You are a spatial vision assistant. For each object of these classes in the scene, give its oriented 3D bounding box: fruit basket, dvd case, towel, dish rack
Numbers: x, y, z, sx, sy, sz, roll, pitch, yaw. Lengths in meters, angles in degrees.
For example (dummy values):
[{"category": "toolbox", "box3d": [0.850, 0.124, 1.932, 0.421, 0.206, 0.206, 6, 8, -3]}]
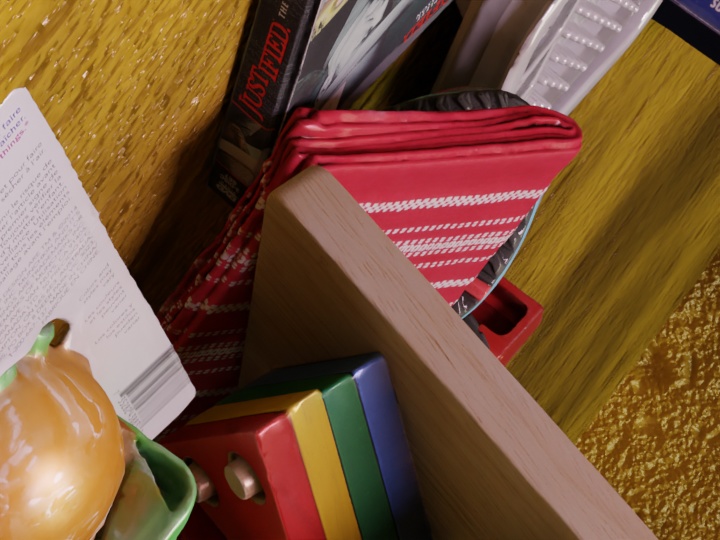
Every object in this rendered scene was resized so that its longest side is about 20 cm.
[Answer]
[{"category": "fruit basket", "box3d": [-0.121, 0.062, 0.717, 0.185, 0.094, 0.200, -52, 155, -12]}, {"category": "dvd case", "box3d": [0.018, -0.115, 0.880, 0.146, 0.022, 0.200, -48, 168, -29]}, {"category": "towel", "box3d": [-0.024, 0.020, 0.967, 0.145, 0.022, 0.200, -5, 142, -50]}, {"category": "dish rack", "box3d": [0.079, -0.107, 1.139, 0.200, 0.044, 0.172, -46, 167, -37]}]

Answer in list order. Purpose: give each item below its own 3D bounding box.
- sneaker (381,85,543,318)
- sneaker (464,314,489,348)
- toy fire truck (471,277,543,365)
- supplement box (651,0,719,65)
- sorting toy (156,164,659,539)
[{"category": "sneaker", "box3d": [0.000, 0.000, 1.084, 0.200, 0.079, 0.096, -48, 179, 27]}, {"category": "sneaker", "box3d": [-0.027, 0.078, 1.268, 0.200, 0.076, 0.088, -42, 180, -37]}, {"category": "toy fire truck", "box3d": [0.011, 0.097, 1.530, 0.200, 0.049, 0.141, -50, 170, -17]}, {"category": "supplement box", "box3d": [0.235, -0.183, 1.426, 0.200, 0.109, 0.110, -54, 171, 0]}, {"category": "sorting toy", "box3d": [0.012, 0.105, 0.887, 0.070, 0.200, 0.199, -32, 157, -24]}]
